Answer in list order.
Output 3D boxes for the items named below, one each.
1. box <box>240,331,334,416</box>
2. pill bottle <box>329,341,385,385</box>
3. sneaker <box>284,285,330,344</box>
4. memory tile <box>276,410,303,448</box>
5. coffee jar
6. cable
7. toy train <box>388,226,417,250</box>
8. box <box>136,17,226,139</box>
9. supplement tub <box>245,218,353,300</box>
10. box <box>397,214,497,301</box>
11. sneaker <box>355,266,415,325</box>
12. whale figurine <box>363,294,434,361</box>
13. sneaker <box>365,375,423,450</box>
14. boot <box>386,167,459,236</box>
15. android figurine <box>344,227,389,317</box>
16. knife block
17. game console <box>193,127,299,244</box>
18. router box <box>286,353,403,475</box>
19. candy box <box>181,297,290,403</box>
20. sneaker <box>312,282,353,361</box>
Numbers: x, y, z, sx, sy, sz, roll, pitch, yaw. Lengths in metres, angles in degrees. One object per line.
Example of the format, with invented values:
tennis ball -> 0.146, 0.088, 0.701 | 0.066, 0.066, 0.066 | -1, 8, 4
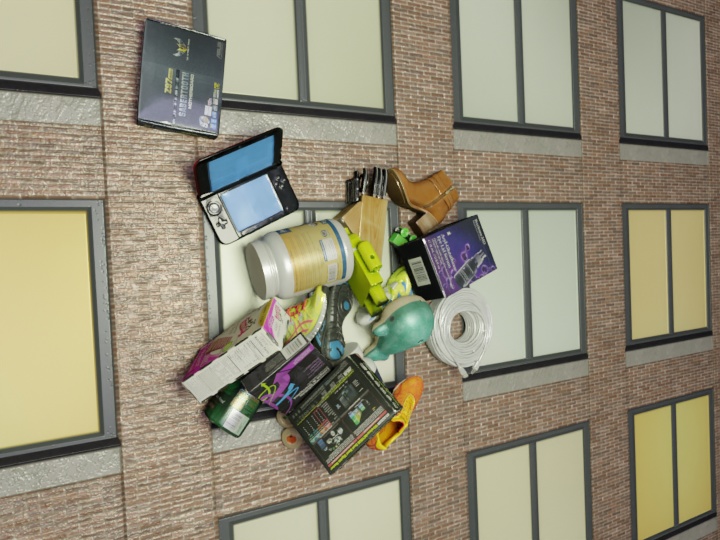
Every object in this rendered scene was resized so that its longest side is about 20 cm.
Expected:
box -> -0.133, 0.211, 1.028 | 0.143, 0.036, 0.200 | -40, 151, -6
pill bottle -> 0.000, 0.271, 1.187 | 0.110, 0.111, 0.202 | -31, 104, -23
sneaker -> -0.130, 0.103, 1.099 | 0.090, 0.078, 0.201 | 26, 122, -10
memory tile -> -0.090, 0.310, 1.135 | 0.198, 0.017, 0.155 | -9, 96, 9
coffee jar -> -0.231, 0.236, 1.075 | 0.085, 0.104, 0.201 | 40, 73, -19
cable -> 0.256, 0.147, 1.341 | 0.200, 0.069, 0.201 | 45, 71, -19
toy train -> 0.153, -0.036, 1.304 | 0.199, 0.042, 0.057 | 38, 84, -22
box -> -0.357, -0.378, 1.037 | 0.156, 0.051, 0.202 | 6, 88, -25
supplement tub -> -0.129, -0.022, 1.102 | 0.198, 0.144, 0.146 | -16, 97, -26
box -> 0.211, -0.030, 1.247 | 0.199, 0.104, 0.149 | -25, 95, -33
sneaker -> 0.082, 0.085, 1.248 | 0.200, 0.076, 0.105 | -43, 109, -21
whale figurine -> 0.091, 0.152, 1.197 | 0.158, 0.104, 0.201 | 10, 124, -46
sneaker -> 0.088, 0.314, 1.132 | 0.073, 0.077, 0.200 | 52, 57, -19
boot -> 0.158, -0.204, 1.282 | 0.155, 0.076, 0.201 | -44, 111, -18
android figurine -> 0.000, 0.000, 1.149 | 0.041, 0.182, 0.201 | -20, 67, -19
knife block -> 0.029, -0.136, 1.225 | 0.175, 0.064, 0.201 | -42, 108, -20
game console -> -0.225, -0.170, 1.067 | 0.199, 0.118, 0.174 | -30, 103, -23
router box -> -0.032, 0.293, 1.066 | 0.200, 0.062, 0.150 | -46, 72, 11
candy box -> -0.238, 0.152, 1.007 | 0.199, 0.137, 0.061 | -34, 107, 10
sneaker -> -0.073, 0.107, 1.170 | 0.073, 0.081, 0.202 | 38, 52, -38
